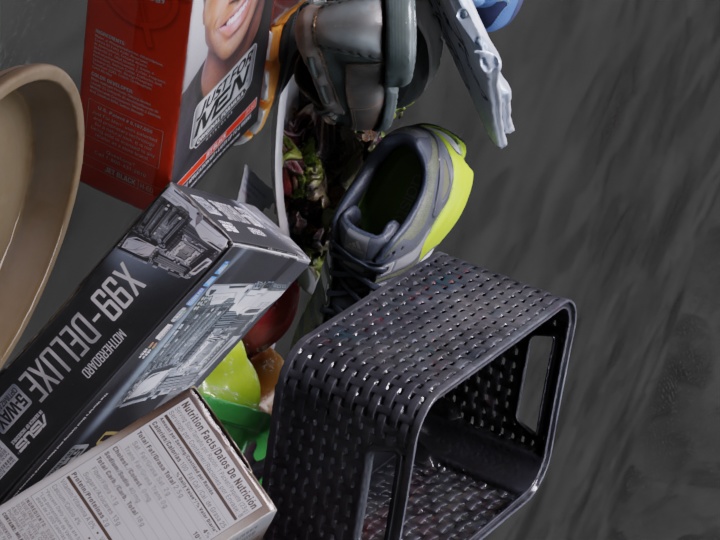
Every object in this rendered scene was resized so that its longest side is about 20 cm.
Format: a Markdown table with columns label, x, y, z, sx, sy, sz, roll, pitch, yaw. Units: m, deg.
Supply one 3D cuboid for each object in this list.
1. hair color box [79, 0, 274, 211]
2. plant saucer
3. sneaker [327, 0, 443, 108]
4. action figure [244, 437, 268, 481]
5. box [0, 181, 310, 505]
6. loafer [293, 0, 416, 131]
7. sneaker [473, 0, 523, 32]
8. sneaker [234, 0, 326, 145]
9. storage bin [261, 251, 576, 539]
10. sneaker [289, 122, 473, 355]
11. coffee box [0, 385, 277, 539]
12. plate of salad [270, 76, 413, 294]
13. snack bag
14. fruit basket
| label | x | y | z | sx | sy | sz | roll | pitch | yaw |
| --- | --- | --- | --- | --- | --- | --- | --- | --- | --- |
| hair color box | -0.089 | -0.135 | 1.393 | 0.102 | 0.061 | 0.200 | -52 | 160 | -43 |
| plant saucer | -0.190 | -0.007 | 1.291 | 0.200 | 0.029 | 0.200 | -60 | 166 | -27 |
| sneaker | -0.015 | -0.157 | 1.617 | 0.085 | 0.074 | 0.200 | -49 | 143 | -21 |
| action figure | -0.099 | 0.181 | 1.571 | 0.200 | 0.133 | 0.149 | 12 | 62 | -79 |
| box | -0.126 | 0.048 | 1.452 | 0.200 | 0.050 | 0.158 | -48 | 168 | 6 |
| loafer | -0.009 | -0.117 | 1.467 | 0.200 | 0.063 | 0.072 | 126 | -37 | -81 |
| sneaker | 0.059 | -0.210 | 1.820 | 0.082 | 0.074 | 0.200 | -59 | 157 | -21 |
| sneaker | -0.048 | -0.163 | 1.489 | 0.077 | 0.078 | 0.200 | -50 | 169 | -50 |
| storage bin | 0.034 | 0.087 | 1.600 | 0.200 | 0.093 | 0.136 | -33 | 137 | -55 |
| sneaker | 0.000 | 0.000 | 1.656 | 0.201 | 0.074 | 0.081 | -70 | 160 | -3 |
| coffee box | -0.150 | 0.155 | 1.393 | 0.200 | 0.080 | 0.114 | -32 | 169 | -20 |
| plate of salad | -0.010 | -0.084 | 1.719 | 0.200 | 0.048 | 0.201 | 6 | 90 | -73 |
| snack bag | 0.046 | -0.178 | 1.625 | 0.021 | 0.189 | 0.200 | -24 | 168 | 0 |
| fruit basket | -0.083 | 0.047 | 1.715 | 0.185 | 0.093 | 0.201 | 40 | 59 | -76 |
